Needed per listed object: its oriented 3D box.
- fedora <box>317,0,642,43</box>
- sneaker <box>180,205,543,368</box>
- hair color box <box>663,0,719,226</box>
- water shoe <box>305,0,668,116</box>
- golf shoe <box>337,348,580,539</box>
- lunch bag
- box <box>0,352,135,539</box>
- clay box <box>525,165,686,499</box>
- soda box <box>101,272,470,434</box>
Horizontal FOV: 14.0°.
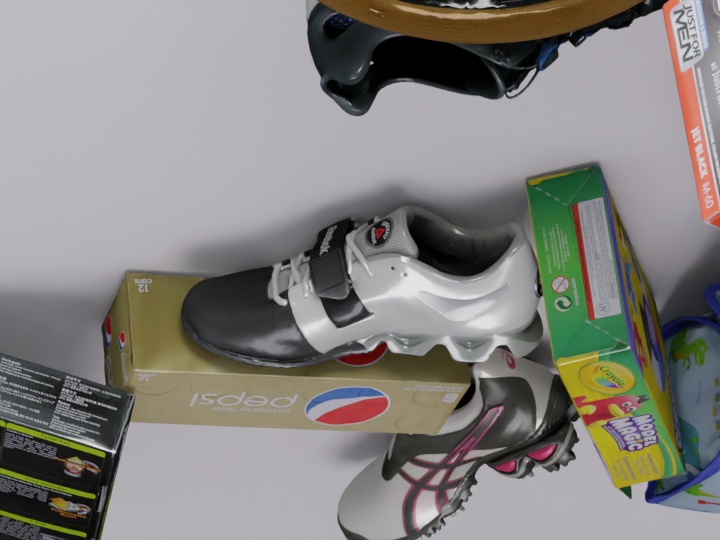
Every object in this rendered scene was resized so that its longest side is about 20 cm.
[{"bbox_3d":[0.055,-0.175,1.272,0.200,0.082,0.201,0,152,0],"label":"fedora"},{"bbox_3d":[0.000,0.000,1.602,0.199,0.074,0.089,-3,132,-1],"label":"sneaker"},{"bbox_3d":[0.227,-0.054,1.253,0.200,0.111,0.064,19,141,-36],"label":"hair color box"},{"bbox_3d":[0.075,-0.115,1.386,0.199,0.079,0.072,-9,151,3],"label":"water shoe"},{"bbox_3d":[0.046,0.102,1.800,0.088,0.077,0.200,37,130,-25],"label":"golf shoe"},{"bbox_3d":[0.268,0.070,1.696,0.170,0.128,0.200,0,169,-13],"label":"lunch bag"},{"bbox_3d":[-0.238,0.101,1.684,0.199,0.048,0.193,17,146,-1],"label":"box"},{"bbox_3d":[0.141,0.040,1.642,0.047,0.115,0.200,-13,151,11],"label":"clay box"},{"bbox_3d":[-0.043,0.048,1.672,0.199,0.064,0.068,3,150,-18],"label":"soda box"}]
